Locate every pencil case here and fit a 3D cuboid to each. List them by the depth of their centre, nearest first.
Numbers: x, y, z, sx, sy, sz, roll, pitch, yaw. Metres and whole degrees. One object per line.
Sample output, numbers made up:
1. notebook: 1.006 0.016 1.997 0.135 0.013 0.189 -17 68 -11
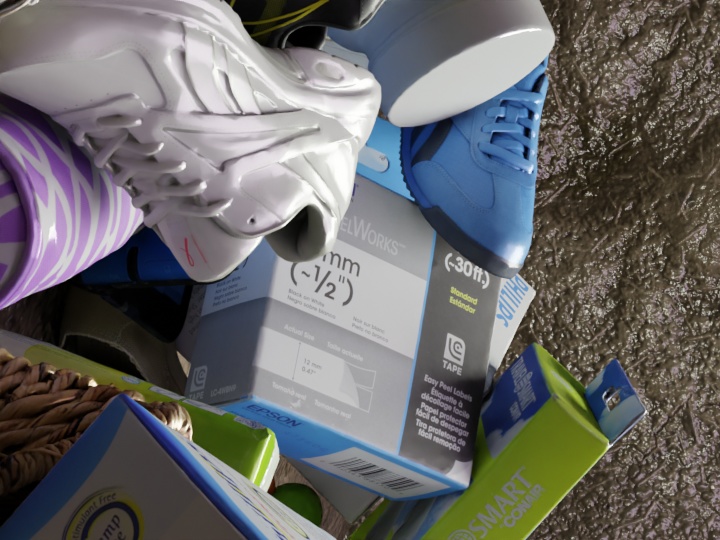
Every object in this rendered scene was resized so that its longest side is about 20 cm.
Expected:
1. pencil case: -0.138 -0.031 0.842 0.085 0.084 0.200 -36 180 17

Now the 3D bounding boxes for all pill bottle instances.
1. pill bottle: 0.014 -0.182 1.047 0.116 0.116 0.201 90 -24 -75

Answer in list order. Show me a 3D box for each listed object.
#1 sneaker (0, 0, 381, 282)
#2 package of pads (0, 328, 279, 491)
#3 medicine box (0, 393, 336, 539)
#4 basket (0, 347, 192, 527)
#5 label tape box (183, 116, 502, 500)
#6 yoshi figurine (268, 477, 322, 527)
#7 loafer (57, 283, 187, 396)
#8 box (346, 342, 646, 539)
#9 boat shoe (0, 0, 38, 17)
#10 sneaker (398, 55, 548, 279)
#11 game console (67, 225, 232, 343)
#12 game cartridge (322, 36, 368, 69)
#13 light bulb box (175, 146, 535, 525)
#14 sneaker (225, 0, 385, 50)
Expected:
1. sneaker: -0.067 -0.049 0.798 0.199 0.078 0.100 14 74 -43
2. package of pads: -0.142 0.142 0.952 0.068 0.154 0.201 70 41 -79
3. medicine box: -0.078 0.173 0.792 0.182 0.103 0.200 -49 147 -2
4. basket: -0.164 0.138 0.807 0.143 0.148 0.201 -60 167 -56
5. label tape box: 0.000 0.000 1.062 0.066 0.143 0.201 -15 -123 51
6. yoshi figurine: -0.103 0.192 1.159 0.113 0.199 0.112 -114 180 -52
7. loafer: -0.136 0.065 1.135 0.201 0.075 0.068 87 23 -46
8. box: 0.062 0.120 1.106 0.200 0.048 0.122 -48 -172 8
9. boat shoe: -0.135 -0.113 0.695 0.200 0.068 0.075 -45 153 -74
10. sneaker: 0.066 -0.079 1.093 0.078 0.066 0.201 -45 -151 26
11. game console: -0.062 -0.074 1.011 0.118 0.170 0.201 22 73 -40
12. game cartridge: -0.013 -0.161 1.208 0.200 0.132 0.042 68 44 -78
13. light bulb box: -0.016 0.010 1.231 0.125 0.200 0.198 -45 -177 19
14. sneaker: -0.062 -0.114 0.886 0.200 0.085 0.075 -17 -151 52
